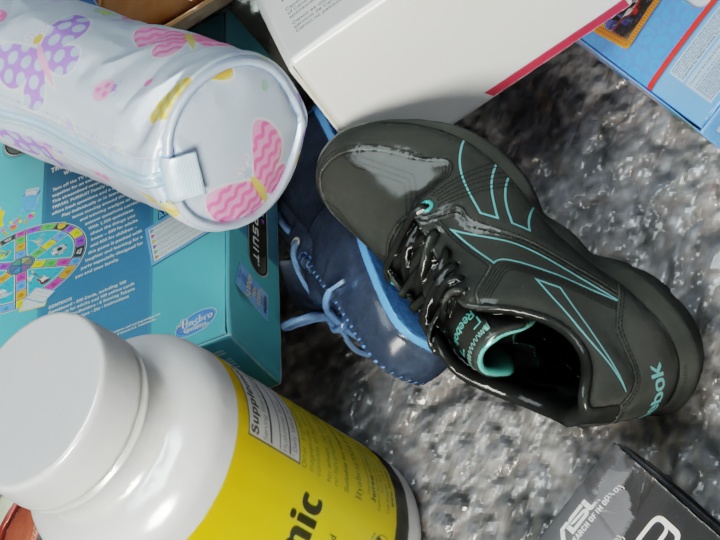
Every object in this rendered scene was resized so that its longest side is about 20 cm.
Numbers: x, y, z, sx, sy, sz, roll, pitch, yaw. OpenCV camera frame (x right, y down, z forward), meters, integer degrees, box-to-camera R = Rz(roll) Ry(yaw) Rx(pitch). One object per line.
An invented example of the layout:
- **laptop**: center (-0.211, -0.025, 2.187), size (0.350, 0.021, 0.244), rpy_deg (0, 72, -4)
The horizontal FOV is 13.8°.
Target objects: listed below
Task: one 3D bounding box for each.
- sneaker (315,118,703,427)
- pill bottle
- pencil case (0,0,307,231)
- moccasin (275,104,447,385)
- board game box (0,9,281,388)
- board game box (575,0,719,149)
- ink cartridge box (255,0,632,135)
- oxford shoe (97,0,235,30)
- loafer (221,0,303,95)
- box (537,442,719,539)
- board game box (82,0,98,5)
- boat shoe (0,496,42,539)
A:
- **sneaker**: center (0.052, 0.000, 1.272), size (0.200, 0.079, 0.076), rpy_deg (34, 127, 25)
- **pill bottle**: center (-0.074, 0.095, 1.297), size (0.111, 0.200, 0.111), rpy_deg (-24, 50, 32)
- **pencil case**: center (-0.118, -0.079, 1.367), size (0.200, 0.091, 0.083), rpy_deg (20, 115, 42)
- **moccasin**: center (0.000, 0.000, 1.395), size (0.068, 0.080, 0.200), rpy_deg (-48, 27, 17)
- **board game box**: center (-0.113, -0.011, 1.413), size (0.151, 0.047, 0.200), rpy_deg (-21, 47, 22)
- **board game box**: center (0.155, -0.156, 1.363), size (0.151, 0.037, 0.200), rpy_deg (-52, 42, 5)
- **ink cartridge box**: center (0.018, -0.161, 1.389), size (0.145, 0.084, 0.200), rpy_deg (-33, 39, 7)
- **oxford shoe**: center (-0.108, -0.154, 1.464), size (0.071, 0.071, 0.200), rpy_deg (-31, 21, -10)
- **loafer**: center (-0.048, -0.134, 1.517), size (0.070, 0.070, 0.200), rpy_deg (-24, 49, 48)
- **box**: center (0.097, 0.191, 1.186), size (0.200, 0.050, 0.158), rpy_deg (-52, 41, 5)
- **board game box**: center (-0.178, -0.087, 1.619), size (0.200, 0.062, 0.200), rpy_deg (-38, 43, 20)
- **boat shoe**: center (-0.101, 0.076, 1.434), size (0.063, 0.071, 0.200), rpy_deg (34, 86, 38)
